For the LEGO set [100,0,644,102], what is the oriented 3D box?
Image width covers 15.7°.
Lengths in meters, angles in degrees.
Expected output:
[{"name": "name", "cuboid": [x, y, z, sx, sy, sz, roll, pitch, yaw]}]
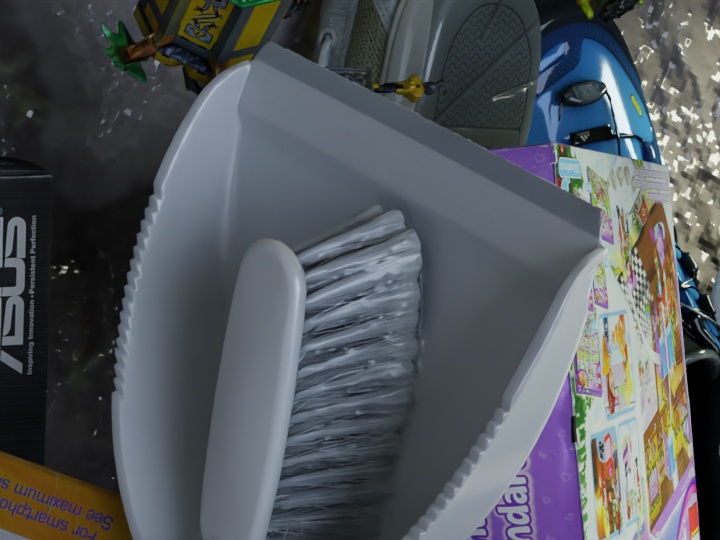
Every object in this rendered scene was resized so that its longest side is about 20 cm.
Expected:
[{"name": "LEGO set", "cuboid": [-0.009, -0.111, 0.743, 0.200, 0.116, 0.154, -26, 74, -29]}]

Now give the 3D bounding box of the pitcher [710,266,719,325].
[{"name": "pitcher", "cuboid": [0.202, 0.057, 0.913, 0.200, 0.121, 0.172, 20, 97, -43]}]

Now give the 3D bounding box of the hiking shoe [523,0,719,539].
[{"name": "hiking shoe", "cuboid": [0.088, 0.004, 0.847, 0.074, 0.087, 0.200, -21, 109, -25]}]

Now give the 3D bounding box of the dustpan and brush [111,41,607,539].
[{"name": "dustpan and brush", "cuboid": [-0.026, 0.059, 0.625, 0.057, 0.140, 0.200, -3, 113, -40]}]

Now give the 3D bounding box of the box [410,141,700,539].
[{"name": "box", "cuboid": [0.058, 0.038, 0.712, 0.039, 0.200, 0.137, -5, 89, 15]}]

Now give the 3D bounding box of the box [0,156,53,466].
[{"name": "box", "cuboid": [-0.169, 0.068, 0.735, 0.158, 0.048, 0.200, -1, 100, -30]}]

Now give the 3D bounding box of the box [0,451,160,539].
[{"name": "box", "cuboid": [-0.138, 0.135, 0.656, 0.119, 0.041, 0.200, 19, 72, 5]}]

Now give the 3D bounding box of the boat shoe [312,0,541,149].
[{"name": "boat shoe", "cuboid": [-0.001, -0.001, 0.818, 0.074, 0.065, 0.202, 1, 105, -49]}]
